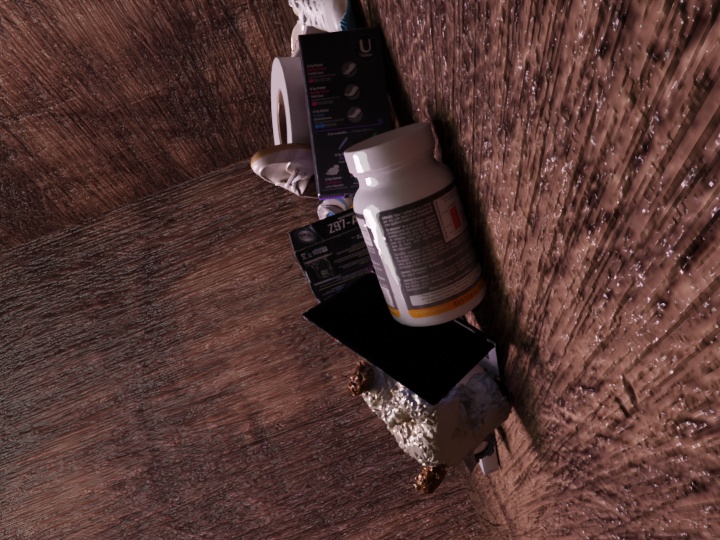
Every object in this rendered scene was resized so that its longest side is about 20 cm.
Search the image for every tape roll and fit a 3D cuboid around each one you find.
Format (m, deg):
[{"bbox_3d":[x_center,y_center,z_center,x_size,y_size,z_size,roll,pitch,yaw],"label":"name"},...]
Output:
[{"bbox_3d":[-0.064,-0.245,0.920,0.203,0.139,0.203,172,90,-76],"label":"tape roll"}]

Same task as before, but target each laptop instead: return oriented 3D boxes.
[{"bbox_3d":[0.061,0.094,0.697,0.187,0.116,0.200,31,165,28],"label":"laptop"}]

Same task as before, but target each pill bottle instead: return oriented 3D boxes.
[{"bbox_3d":[0.059,-0.049,0.611,0.116,0.116,0.200,-114,4,-72],"label":"pill bottle"}]

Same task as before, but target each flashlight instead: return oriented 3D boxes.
[{"bbox_3d":[0.167,0.242,0.996,0.068,0.068,0.200,18,-153,-32],"label":"flashlight"}]

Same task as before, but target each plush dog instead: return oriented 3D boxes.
[{"bbox_3d":[0.075,0.181,0.755,0.200,0.161,0.172,13,-162,-41],"label":"plush dog"}]

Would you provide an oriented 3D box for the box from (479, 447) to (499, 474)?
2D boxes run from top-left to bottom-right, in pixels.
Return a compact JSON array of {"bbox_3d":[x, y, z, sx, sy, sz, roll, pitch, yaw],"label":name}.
[{"bbox_3d":[0.221,0.292,1.108,0.144,0.036,0.200,-112,3,-48],"label":"box"}]

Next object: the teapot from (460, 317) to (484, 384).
[{"bbox_3d":[0.111,0.147,0.935,0.200,0.146,0.198,-111,1,-62],"label":"teapot"}]

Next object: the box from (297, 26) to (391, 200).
[{"bbox_3d":[-0.017,-0.200,0.748,0.122,0.106,0.200,-126,29,-84],"label":"box"}]

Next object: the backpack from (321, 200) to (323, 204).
[{"bbox_3d":[-0.050,-0.238,1.256,0.200,0.154,0.191,51,-146,-69],"label":"backpack"}]

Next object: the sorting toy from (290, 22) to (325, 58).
[{"bbox_3d":[-0.083,-0.440,1.008,0.200,0.107,0.180,-95,1,-51],"label":"sorting toy"}]

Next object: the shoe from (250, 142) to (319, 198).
[{"bbox_3d":[-0.063,-0.143,0.836,0.070,0.200,0.053,-53,44,46],"label":"shoe"}]

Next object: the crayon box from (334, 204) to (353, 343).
[{"bbox_3d":[0.000,0.000,0.978,0.173,0.058,0.200,-53,-38,-47],"label":"crayon box"}]

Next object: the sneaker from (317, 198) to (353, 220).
[{"bbox_3d":[-0.041,-0.103,1.062,0.200,0.075,0.087,120,173,-66],"label":"sneaker"}]

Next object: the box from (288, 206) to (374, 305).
[{"bbox_3d":[0.021,-0.020,0.775,0.160,0.200,0.044,69,180,-47],"label":"box"}]

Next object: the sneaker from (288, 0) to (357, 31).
[{"bbox_3d":[-0.056,-0.387,0.830,0.200,0.081,0.077,-114,4,-46],"label":"sneaker"}]
